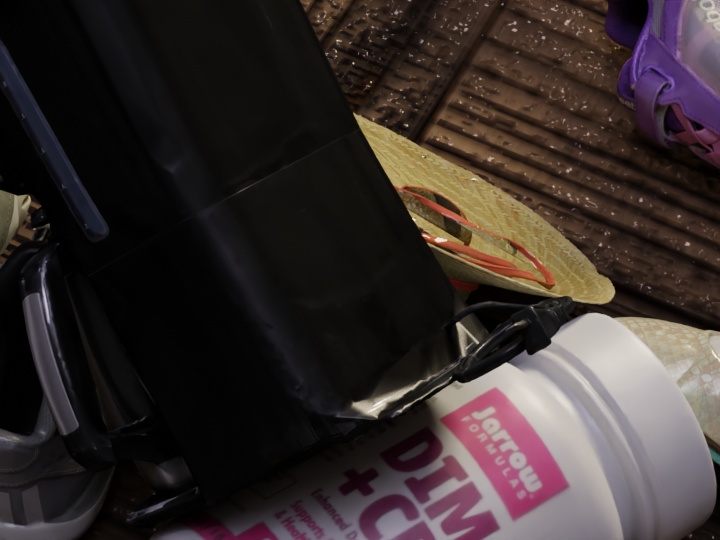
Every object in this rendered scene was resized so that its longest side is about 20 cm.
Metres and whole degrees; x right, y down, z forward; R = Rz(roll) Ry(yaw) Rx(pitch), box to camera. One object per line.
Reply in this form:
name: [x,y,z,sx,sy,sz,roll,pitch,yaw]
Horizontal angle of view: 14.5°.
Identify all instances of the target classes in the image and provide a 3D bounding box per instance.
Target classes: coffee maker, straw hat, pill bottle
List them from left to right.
coffee maker: [-0.044,-0.035,1.015,0.192,0.135,0.200,-27,93,19]
straw hat: [0.000,0.000,1.157,0.201,0.201,0.085,30,103,19]
pill bottle: [0.028,0.102,1.072,0.200,0.114,0.113,-29,60,-20]

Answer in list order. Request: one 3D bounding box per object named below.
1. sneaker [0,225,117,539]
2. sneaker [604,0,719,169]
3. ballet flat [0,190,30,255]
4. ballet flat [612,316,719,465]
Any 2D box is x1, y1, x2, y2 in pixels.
sneaker: [-0.112,0.006,1.136,0.075,0.116,0.200,8,56,6]
sneaker: [0.160,-0.072,1.223,0.088,0.081,0.200,-15,51,-6]
ballet flat: [-0.167,-0.043,1.168,0.064,0.068,0.200,19,19,-32]
ballet flat: [0.184,0.070,1.113,0.200,0.067,0.062,41,105,10]
